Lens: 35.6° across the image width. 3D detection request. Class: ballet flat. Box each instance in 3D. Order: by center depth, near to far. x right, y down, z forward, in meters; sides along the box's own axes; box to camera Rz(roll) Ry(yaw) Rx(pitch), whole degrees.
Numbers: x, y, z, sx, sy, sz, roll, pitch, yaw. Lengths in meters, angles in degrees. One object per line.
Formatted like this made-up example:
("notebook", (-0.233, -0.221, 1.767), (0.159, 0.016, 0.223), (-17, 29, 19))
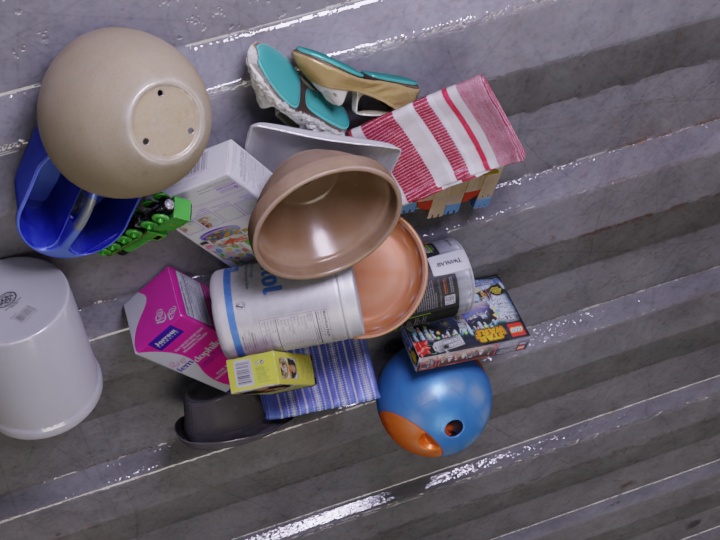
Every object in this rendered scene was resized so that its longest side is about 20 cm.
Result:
("ballet flat", (-0.093, -0.217, 1.434), (0.072, 0.072, 0.200), (-38, 139, 16))
("ballet flat", (-0.008, -0.234, 1.444), (0.200, 0.069, 0.063), (10, 108, -35))

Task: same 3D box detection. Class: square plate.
("square plate", (-0.064, -0.132, 1.505), (0.199, 0.029, 0.198), (8, 151, -11))

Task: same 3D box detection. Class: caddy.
("caddy", (-0.349, -0.102, 1.395), (0.141, 0.105, 0.200), (9, 131, -33))

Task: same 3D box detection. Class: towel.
("towel", (0.102, -0.167, 1.484), (0.200, 0.023, 0.144), (-20, 128, 23))
("towel", (-0.075, 0.154, 1.804), (0.199, 0.145, 0.024), (-9, 167, -20))

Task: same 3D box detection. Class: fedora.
("fedora", (-0.210, 0.212, 1.812), (0.200, 0.177, 0.091), (-18, 110, -33))

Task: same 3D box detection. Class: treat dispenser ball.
("treat dispenser ball", (0.126, 0.219, 1.927), (0.200, 0.201, 0.201), (-14, 140, -12))

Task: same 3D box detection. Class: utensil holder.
("utensil holder", (-0.456, 0.104, 1.530), (0.169, 0.170, 0.200), (-15, 137, -11))

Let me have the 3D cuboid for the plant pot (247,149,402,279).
("plant pot", (-0.055, -0.088, 1.428), (0.200, 0.093, 0.201), (-16, 143, -12))

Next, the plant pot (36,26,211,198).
("plant pot", (-0.248, -0.173, 1.273), (0.200, 0.134, 0.201), (-9, 106, -33))

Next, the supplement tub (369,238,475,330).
("supplement tub", (0.067, 0.028, 1.743), (0.199, 0.123, 0.123), (-13, 140, -14))

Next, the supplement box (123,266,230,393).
("supplement box", (-0.241, 0.091, 1.674), (0.101, 0.104, 0.200), (-39, 137, 20))

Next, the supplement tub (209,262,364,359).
("supplement tub", (-0.102, 0.047, 1.576), (0.199, 0.132, 0.132), (-11, 141, 1))

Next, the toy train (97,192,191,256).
("toy train", (-0.287, -0.056, 1.471), (0.056, 0.042, 0.200), (13, 158, -36))

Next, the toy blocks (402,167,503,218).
("toy blocks", (0.122, -0.132, 1.628), (0.199, 0.100, 0.137), (-11, 150, -16))

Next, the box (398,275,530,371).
("box", (0.162, 0.084, 1.843), (0.199, 0.137, 0.040), (-10, 142, -18))

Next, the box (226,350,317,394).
("box", (-0.125, 0.148, 1.609), (0.075, 0.050, 0.200), (-13, 172, 12))

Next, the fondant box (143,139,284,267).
("fondant box", (-0.172, -0.084, 1.510), (0.144, 0.058, 0.200), (-17, 145, 27))

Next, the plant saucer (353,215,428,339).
("plant saucer", (0.000, 0.000, 1.655), (0.200, 0.201, 0.037), (-26, 179, 2))
